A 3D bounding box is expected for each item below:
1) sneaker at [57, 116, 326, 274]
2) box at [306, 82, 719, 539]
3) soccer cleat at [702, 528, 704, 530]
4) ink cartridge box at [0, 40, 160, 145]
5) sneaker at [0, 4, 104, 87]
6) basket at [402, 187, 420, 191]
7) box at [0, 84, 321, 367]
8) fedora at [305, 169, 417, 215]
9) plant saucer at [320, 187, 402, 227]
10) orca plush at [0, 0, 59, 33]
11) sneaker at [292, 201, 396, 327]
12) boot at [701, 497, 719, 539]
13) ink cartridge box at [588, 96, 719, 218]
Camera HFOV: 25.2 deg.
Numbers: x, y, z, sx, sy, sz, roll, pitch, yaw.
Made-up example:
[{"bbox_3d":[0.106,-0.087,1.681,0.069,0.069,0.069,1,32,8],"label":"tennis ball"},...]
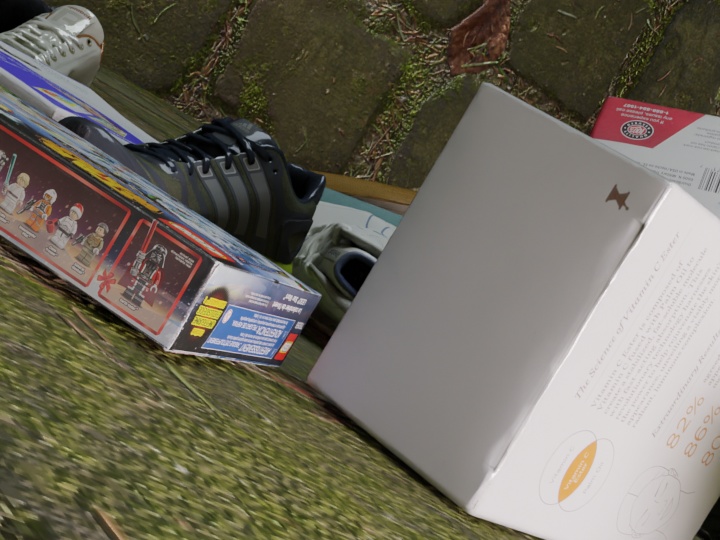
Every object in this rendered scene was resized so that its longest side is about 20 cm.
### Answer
[{"bbox_3d":[-0.085,-0.046,0.812,0.074,0.082,0.200,31,2,29],"label":"sneaker"},{"bbox_3d":[0.100,0.034,0.721,0.106,0.153,0.199,34,4,38],"label":"box"},{"bbox_3d":[0.273,0.173,1.120,0.199,0.069,0.073,31,17,18],"label":"soccer cleat"},{"bbox_3d":[-0.169,-0.081,0.912,0.199,0.044,0.198,37,5,36],"label":"ink cartridge box"},{"bbox_3d":[-0.235,-0.161,1.162,0.072,0.085,0.200,33,5,2],"label":"sneaker"},{"bbox_3d":[0.055,-0.030,1.307,0.142,0.150,0.200,32,4,10],"label":"basket"},{"bbox_3d":[-0.121,-0.032,0.646,0.199,0.040,0.137,33,2,16],"label":"box"},{"bbox_3d":[0.021,-0.010,1.084,0.198,0.083,0.201,13,-2,1],"label":"fedora"},{"bbox_3d":[0.011,-0.003,0.995,0.198,0.071,0.019,22,29,18],"label":"plant saucer"},{"bbox_3d":[-0.296,-0.184,1.221,0.104,0.072,0.200,-13,-13,11],"label":"orca plush"},{"bbox_3d":[0.000,0.000,0.907,0.199,0.075,0.087,33,-6,47],"label":"sneaker"},{"bbox_3d":[0.246,0.100,0.896,0.183,0.072,0.200,53,31,7],"label":"boot"},{"bbox_3d":[0.206,0.010,1.103,0.144,0.201,0.145,15,-37,20],"label":"ink cartridge box"}]
